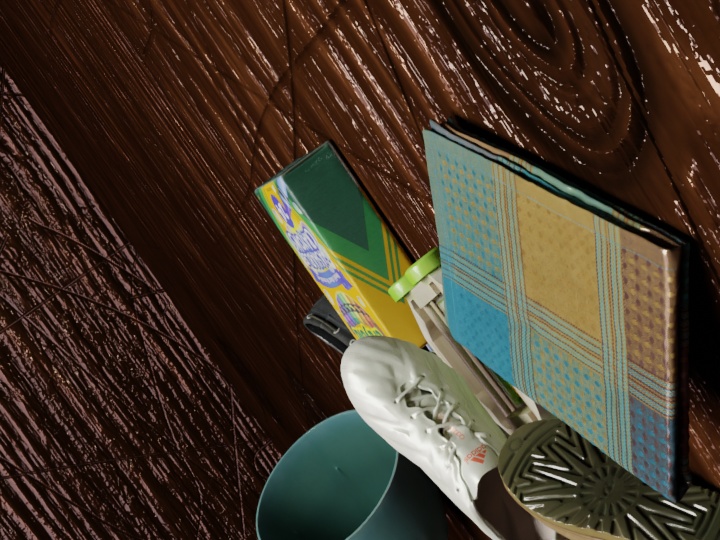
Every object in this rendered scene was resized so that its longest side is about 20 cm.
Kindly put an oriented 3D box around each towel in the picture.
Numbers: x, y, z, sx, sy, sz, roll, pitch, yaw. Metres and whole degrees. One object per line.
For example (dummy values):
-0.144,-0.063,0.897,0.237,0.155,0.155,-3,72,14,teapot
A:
0.100,0.014,0.667,0.200,0.022,0.147,36,141,52,towel

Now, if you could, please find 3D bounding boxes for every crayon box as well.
0.000,0.000,1.015,0.200,0.051,0.126,55,168,-6,crayon box

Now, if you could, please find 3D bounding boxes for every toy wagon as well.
0.089,0.053,0.862,0.155,0.040,0.200,52,167,4,toy wagon

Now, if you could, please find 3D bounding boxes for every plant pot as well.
0.007,0.287,1.468,0.161,0.201,0.200,47,173,-31,plant pot

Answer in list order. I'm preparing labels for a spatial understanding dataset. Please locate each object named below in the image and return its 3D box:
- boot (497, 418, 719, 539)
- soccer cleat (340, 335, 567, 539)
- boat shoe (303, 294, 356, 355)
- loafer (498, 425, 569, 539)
0.181,0.197,0.806,0.175,0.066,0.200,26,152,43,boot
0.066,0.118,0.863,0.200,0.069,0.078,45,180,5,soccer cleat
0.020,0.084,1.139,0.200,0.057,0.069,44,174,41,boat shoe
0.124,0.174,0.973,0.200,0.075,0.069,34,151,56,loafer
